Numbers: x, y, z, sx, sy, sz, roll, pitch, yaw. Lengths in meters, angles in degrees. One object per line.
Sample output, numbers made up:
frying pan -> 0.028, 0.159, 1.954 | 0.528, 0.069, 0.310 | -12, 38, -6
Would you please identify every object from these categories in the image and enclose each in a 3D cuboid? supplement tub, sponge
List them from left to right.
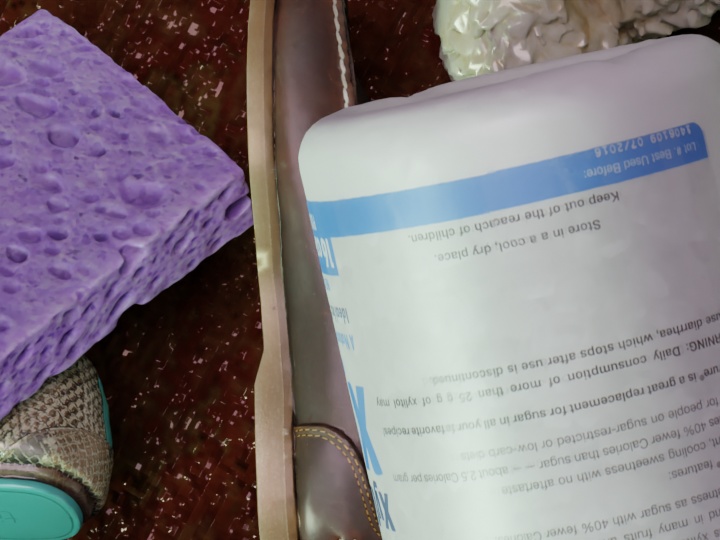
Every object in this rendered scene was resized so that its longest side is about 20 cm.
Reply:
sponge -> -0.142, 0.004, 0.907 | 0.200, 0.030, 0.111 | -39, 57, -20
supplement tub -> 0.064, 0.041, 0.823 | 0.131, 0.132, 0.201 | -11, 95, 11

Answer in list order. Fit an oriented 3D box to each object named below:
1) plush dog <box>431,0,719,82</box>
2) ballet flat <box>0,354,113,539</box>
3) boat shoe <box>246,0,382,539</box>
plush dog -> 0.123, -0.143, 0.877 | 0.171, 0.160, 0.201 | 6, 79, -9
ballet flat -> -0.178, 0.056, 0.928 | 0.199, 0.068, 0.076 | -5, 57, 7
boat shoe -> 0.000, 0.000, 0.908 | 0.070, 0.070, 0.201 | -5, 85, 8
